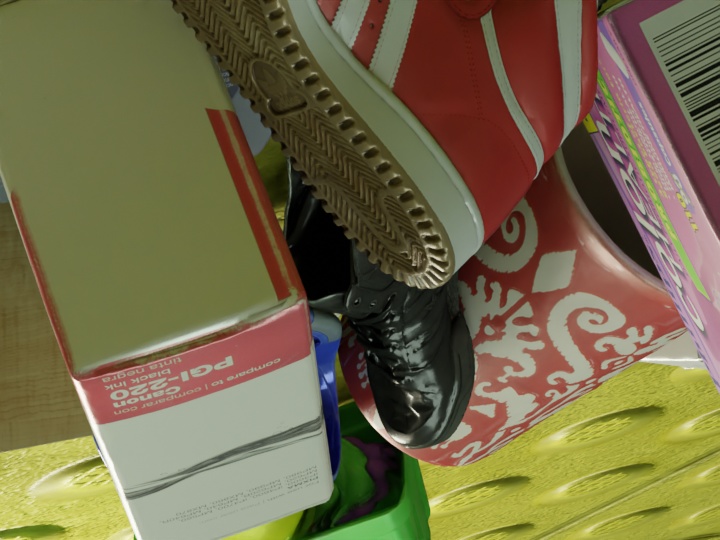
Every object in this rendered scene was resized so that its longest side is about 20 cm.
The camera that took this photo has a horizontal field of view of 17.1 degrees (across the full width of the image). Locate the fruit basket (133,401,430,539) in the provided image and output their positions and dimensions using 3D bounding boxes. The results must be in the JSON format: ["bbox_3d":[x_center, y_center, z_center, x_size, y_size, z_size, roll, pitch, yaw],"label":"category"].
[{"bbox_3d":[-0.066,0.142,1.543,0.215,0.156,0.216,1,123,1],"label":"fruit basket"}]

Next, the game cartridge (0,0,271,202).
[{"bbox_3d":[-0.113,-0.072,0.901,0.200,0.041,0.133,-7,150,-30],"label":"game cartridge"}]

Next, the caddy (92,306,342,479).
[{"bbox_3d":[-0.061,0.037,1.136,0.105,0.142,0.200,-16,168,11],"label":"caddy"}]

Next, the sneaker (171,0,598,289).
[{"bbox_3d":[0.003,-0.105,0.781,0.112,0.200,0.071,-43,-158,-27],"label":"sneaker"}]

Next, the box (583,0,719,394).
[{"bbox_3d":[0.163,-0.039,0.946,0.097,0.176,0.200,-27,-177,0],"label":"box"}]

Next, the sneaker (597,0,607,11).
[{"bbox_3d":[0.047,-0.144,0.836,0.115,0.076,0.200,10,157,-23],"label":"sneaker"}]

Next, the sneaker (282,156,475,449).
[{"bbox_3d":[0.002,0.001,1.083,0.104,0.060,0.200,-20,125,-42],"label":"sneaker"}]

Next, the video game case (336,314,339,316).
[{"bbox_3d":[-0.084,0.041,1.345,0.143,0.018,0.200,-12,163,-17],"label":"video game case"}]

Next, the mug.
[{"bbox_3d":[0.103,0.004,1.179,0.177,0.134,0.200,-7,155,-42],"label":"mug"}]

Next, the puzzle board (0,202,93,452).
[{"bbox_3d":[-0.162,0.005,0.982,0.200,0.151,0.017,-10,-158,-22],"label":"puzzle board"}]

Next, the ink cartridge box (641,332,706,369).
[{"bbox_3d":[0.201,-0.007,1.232,0.068,0.116,0.200,6,174,-28],"label":"ink cartridge box"}]

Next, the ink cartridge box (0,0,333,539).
[{"bbox_3d":[-0.073,0.001,0.866,0.085,0.146,0.200,-20,157,-5],"label":"ink cartridge box"}]
